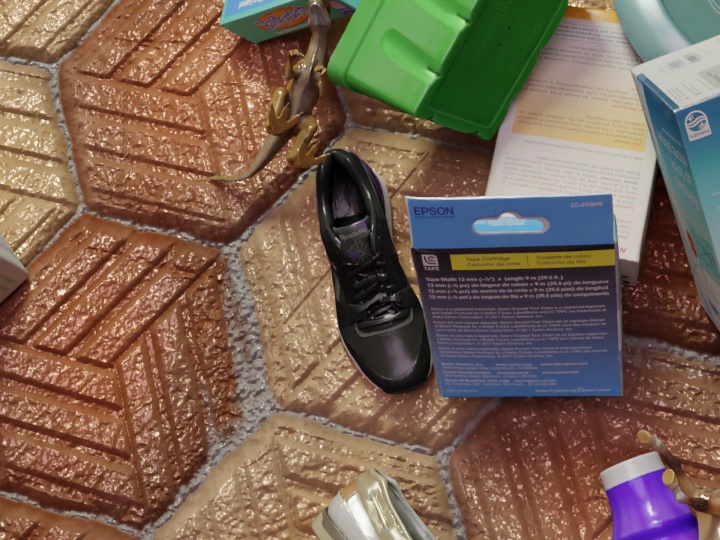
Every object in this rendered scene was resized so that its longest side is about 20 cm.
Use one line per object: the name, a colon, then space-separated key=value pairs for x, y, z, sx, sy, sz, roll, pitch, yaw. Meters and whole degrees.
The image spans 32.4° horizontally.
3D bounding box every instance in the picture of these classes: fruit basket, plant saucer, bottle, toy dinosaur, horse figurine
fruit basket: x=0.064 y=-0.225 z=0.977 sx=0.215 sy=0.155 sz=0.218 roll=-11 pitch=74 yaw=45
plant saucer: x=0.289 y=-0.210 z=0.959 sx=0.198 sy=0.027 sz=0.202 roll=7 pitch=65 yaw=-14
bottle: x=0.230 y=0.232 z=0.888 sx=0.083 sy=0.065 sz=0.202 roll=-20 pitch=72 yaw=-2
toy dinosaur: x=-0.058 y=-0.120 z=1.004 sx=0.060 sy=0.107 sz=0.201 roll=23 pitch=117 yaw=-17
horse figurine: x=0.239 y=0.195 z=0.827 sx=0.050 sy=0.132 sz=0.201 roll=-30 pitch=42 yaw=38

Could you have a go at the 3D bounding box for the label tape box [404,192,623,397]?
label tape box: x=0.117 y=0.005 z=0.903 sx=0.142 sy=0.201 sz=0.066 roll=-2 pitch=42 yaw=13

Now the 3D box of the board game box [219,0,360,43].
board game box: x=-0.043 y=-0.306 z=1.057 sx=0.151 sy=0.045 sz=0.202 roll=-4 pitch=72 yaw=50

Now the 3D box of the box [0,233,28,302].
box: x=-0.432 y=-0.017 z=1.032 sx=0.200 sy=0.199 sz=0.172 roll=-39 pitch=72 yaw=1

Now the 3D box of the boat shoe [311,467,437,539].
boat shoe: x=0.053 y=0.232 z=0.925 sx=0.200 sy=0.075 sz=0.069 roll=41 pitch=93 yaw=20

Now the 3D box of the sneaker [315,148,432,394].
sneaker: x=0.000 y=0.000 z=0.988 sx=0.075 sy=0.088 sz=0.202 roll=-20 pitch=73 yaw=7

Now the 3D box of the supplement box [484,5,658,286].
supplement box: x=0.174 y=-0.101 z=0.981 sx=0.125 sy=0.074 sz=0.202 roll=11 pitch=77 yaw=14

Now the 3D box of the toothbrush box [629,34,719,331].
toothbrush box: x=0.267 y=-0.050 z=0.866 sx=0.085 sy=0.147 sz=0.201 roll=-20 pitch=109 yaw=8
